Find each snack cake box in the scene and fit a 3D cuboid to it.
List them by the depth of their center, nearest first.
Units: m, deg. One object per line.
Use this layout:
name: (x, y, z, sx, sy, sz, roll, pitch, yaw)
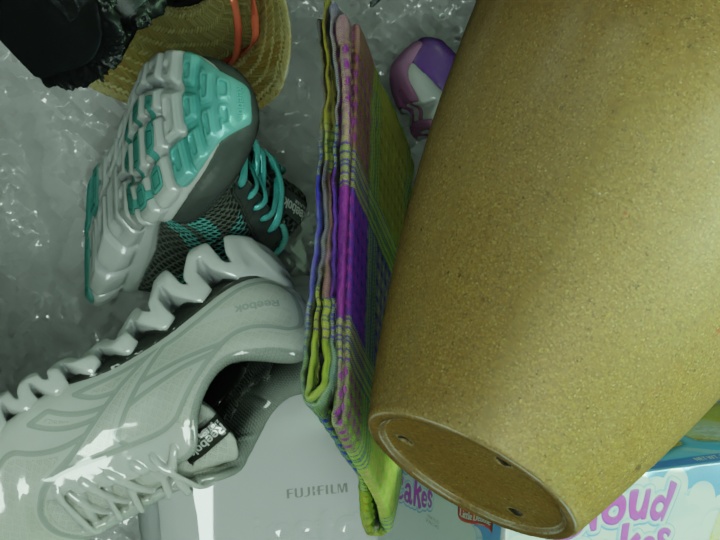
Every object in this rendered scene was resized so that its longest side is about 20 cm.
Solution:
snack cake box: (0.122, 0.102, 1.194, 0.199, 0.115, 0.067, -5, 106, -27)

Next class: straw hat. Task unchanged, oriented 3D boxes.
straw hat: (-0.092, -0.164, 1.166, 0.201, 0.201, 0.085, 48, 57, -12)

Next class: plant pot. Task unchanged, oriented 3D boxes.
plant pot: (0.089, -0.002, 1.056, 0.186, 0.186, 0.200, 34, 70, -10)

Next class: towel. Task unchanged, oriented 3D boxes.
towel: (0.000, 0.000, 1.137, 0.023, 0.144, 0.201, -4, 64, 11)

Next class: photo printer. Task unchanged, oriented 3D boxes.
photo printer: (-0.023, 0.102, 1.243, 0.166, 0.069, 0.201, -5, 105, -8)

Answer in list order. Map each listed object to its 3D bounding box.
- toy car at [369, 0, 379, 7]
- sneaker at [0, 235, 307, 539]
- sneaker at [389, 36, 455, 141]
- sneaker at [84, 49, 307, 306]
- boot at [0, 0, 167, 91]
toy car: (0.070, -0.201, 1.137, 0.158, 0.164, 0.200, 42, 112, -11)
sneaker: (-0.099, 0.072, 1.121, 0.200, 0.081, 0.075, -41, 140, -3)
sneaker: (0.103, -0.048, 1.215, 0.200, 0.080, 0.089, 40, 90, -11)
sneaker: (-0.064, -0.040, 1.167, 0.091, 0.200, 0.078, 4, 72, -16)
boot: (-0.176, -0.147, 1.134, 0.162, 0.198, 0.073, 45, 59, -19)
